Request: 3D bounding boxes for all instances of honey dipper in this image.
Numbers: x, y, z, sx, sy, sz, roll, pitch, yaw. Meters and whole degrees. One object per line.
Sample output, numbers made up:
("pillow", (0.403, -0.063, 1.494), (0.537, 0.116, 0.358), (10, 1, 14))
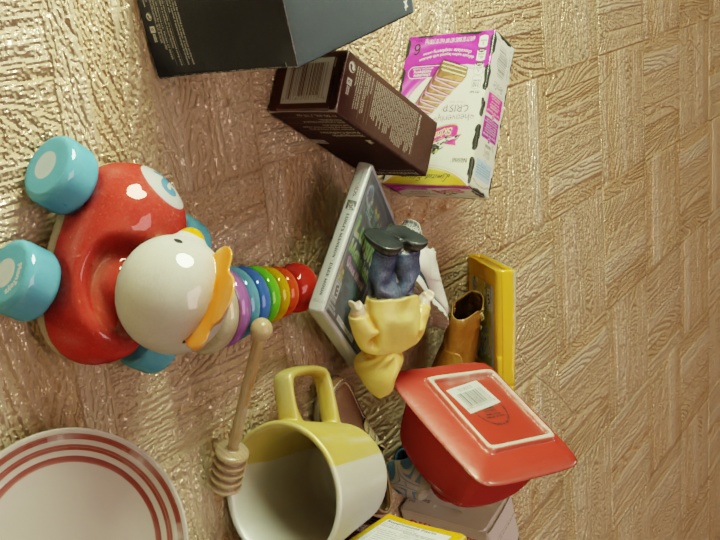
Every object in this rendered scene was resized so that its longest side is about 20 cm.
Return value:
("honey dipper", (-0.119, 0.136, 0.958), (0.038, 0.038, 0.204), (-18, 130, -52))

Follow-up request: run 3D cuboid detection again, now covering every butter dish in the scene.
("butter dish", (0.132, 0.226, 1.190), (0.197, 0.200, 0.150), (-1, 127, -42))

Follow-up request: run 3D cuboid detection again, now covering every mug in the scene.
("mug", (-0.039, 0.217, 1.047), (0.152, 0.147, 0.190), (2, 110, -59))

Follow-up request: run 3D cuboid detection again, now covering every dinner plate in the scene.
("dinner plate", (-0.241, 0.234, 0.787), (0.195, 0.024, 0.205), (3, 81, -16))

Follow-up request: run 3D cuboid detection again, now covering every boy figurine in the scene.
("boy figurine", (0.036, 0.052, 1.117), (0.122, 0.064, 0.204), (-13, 121, -34))

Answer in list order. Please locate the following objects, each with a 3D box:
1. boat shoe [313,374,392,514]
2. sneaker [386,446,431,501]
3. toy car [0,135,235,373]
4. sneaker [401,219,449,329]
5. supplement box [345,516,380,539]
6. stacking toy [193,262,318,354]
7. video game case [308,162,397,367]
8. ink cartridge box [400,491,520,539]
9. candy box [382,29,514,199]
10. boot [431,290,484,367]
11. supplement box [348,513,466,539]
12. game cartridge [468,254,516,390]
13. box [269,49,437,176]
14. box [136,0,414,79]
("boat shoe", (-0.002, 0.217, 1.167), (0.076, 0.071, 0.204), (-44, 129, -42))
("sneaker", (0.092, 0.257, 1.319), (0.073, 0.072, 0.199), (-67, 163, 15))
("toy car", (-0.166, -0.001, 0.790), (0.184, 0.197, 0.181), (36, 66, -51))
("sneaker", (0.080, 0.013, 1.237), (0.201, 0.075, 0.082), (64, 34, -61))
("supplement box", (-0.019, 0.344, 1.128), (0.198, 0.107, 0.062), (0, 94, -54))
("stacking toy", (-0.107, 0.030, 0.990), (0.199, 0.084, 0.088), (-9, 102, -59))
("video game case", (0.000, 0.000, 1.132), (0.201, 0.023, 0.185), (60, 45, -63))
("ink cartridge box", (0.152, 0.404, 1.350), (0.084, 0.143, 0.204), (-42, 128, -43))
("candy box", (0.112, -0.198, 1.219), (0.061, 0.134, 0.205), (19, 78, -52))
("boot", (0.121, 0.128, 1.304), (0.202, 0.069, 0.147), (-57, 157, -50))
("supplement box", (0.020, 0.354, 0.999), (0.198, 0.107, 0.112), (-15, 106, -52))
("game cartridge", (0.186, 0.088, 1.366), (0.176, 0.032, 0.205), (-132, -137, -80))
("box", (-0.005, -0.175, 1.087), (0.199, 0.098, 0.077), (23, 76, -53))
("box", (-0.078, -0.264, 0.896), (0.199, 0.179, 0.106), (-39, 125, -46))
